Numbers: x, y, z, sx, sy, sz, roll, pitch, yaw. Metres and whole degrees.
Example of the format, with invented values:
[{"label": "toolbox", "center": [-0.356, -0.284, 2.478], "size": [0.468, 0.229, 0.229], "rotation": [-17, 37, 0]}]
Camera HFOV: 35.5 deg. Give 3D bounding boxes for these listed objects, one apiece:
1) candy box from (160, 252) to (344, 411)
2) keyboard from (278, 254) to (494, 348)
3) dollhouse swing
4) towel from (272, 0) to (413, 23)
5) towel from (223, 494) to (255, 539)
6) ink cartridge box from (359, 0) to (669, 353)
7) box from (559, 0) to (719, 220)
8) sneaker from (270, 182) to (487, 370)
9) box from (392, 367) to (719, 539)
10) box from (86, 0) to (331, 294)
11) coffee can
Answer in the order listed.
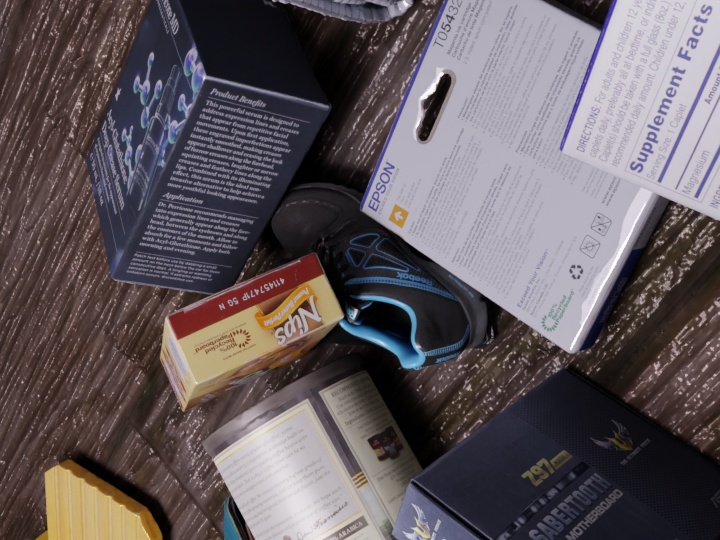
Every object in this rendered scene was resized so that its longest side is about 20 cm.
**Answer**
[{"label": "candy box", "center": [-0.089, 0.052, 0.854], "size": [0.056, 0.115, 0.200], "rotation": [65, 165, 6]}, {"label": "keyboard", "center": [0.014, -0.001, 0.897], "size": [0.199, 0.021, 0.128], "rotation": [0, 107, 37]}, {"label": "dollhouse swing", "center": [-0.308, 0.332, 1.152], "size": [0.199, 0.182, 0.177], "rotation": [23, 135, 32]}, {"label": "towel", "center": [-0.023, -0.260, 0.739], "size": [0.085, 0.200, 0.167], "rotation": [-29, 84, 22]}, {"label": "towel", "center": [-0.087, 0.297, 0.983], "size": [0.201, 0.022, 0.147], "rotation": [98, 149, -53]}, {"label": "ink cartridge box", "center": [0.116, -0.079, 0.772], "size": [0.199, 0.043, 0.198], "rotation": [36, 115, 28]}, {"label": "box", "center": [0.230, -0.117, 0.578], "size": [0.199, 0.105, 0.185], "rotation": [25, 137, 11]}, {"label": "sneaker", "center": [0.000, 0.000, 0.841], "size": [0.199, 0.082, 0.074], "rotation": [33, 128, 25]}, {"label": "box", "center": [0.140, 0.154, 0.722], "size": [0.157, 0.199, 0.051], "rotation": [34, 125, 27]}, {"label": "box", "center": [-0.128, -0.106, 0.889], "size": [0.201, 0.106, 0.149], "rotation": [-58, 38, 32]}, {"label": "coffee can", "center": [-0.015, 0.188, 0.887], "size": [0.146, 0.146, 0.201], "rotation": [-36, 79, 38]}]
